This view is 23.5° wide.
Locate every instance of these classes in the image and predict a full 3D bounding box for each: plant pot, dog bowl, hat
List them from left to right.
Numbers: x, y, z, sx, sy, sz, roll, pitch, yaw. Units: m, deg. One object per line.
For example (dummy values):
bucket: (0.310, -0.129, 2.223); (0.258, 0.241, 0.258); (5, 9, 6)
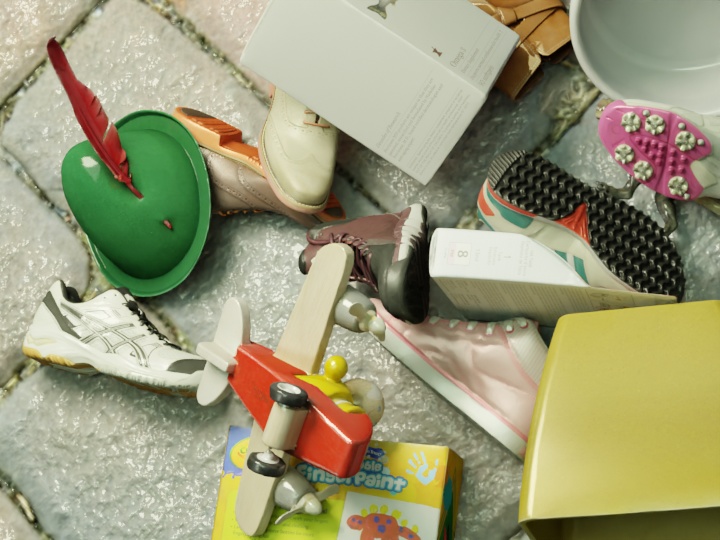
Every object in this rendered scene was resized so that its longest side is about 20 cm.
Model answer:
hat: (-0.251, -0.077, 1.555); (0.165, 0.176, 0.201); (-20, 77, 33)
plant pot: (0.236, 0.133, 1.381); (0.199, 0.200, 0.177); (-6, 67, 13)
dog bowl: (0.278, -0.229, 1.469); (0.199, 0.201, 0.079); (-8, 38, 13)

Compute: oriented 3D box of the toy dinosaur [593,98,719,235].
toy dinosaur: (0.263, -0.075, 1.514); (0.088, 0.047, 0.200); (-43, 71, -7)

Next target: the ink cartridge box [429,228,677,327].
ink cartridge box: (0.170, 0.012, 1.449); (0.199, 0.163, 0.057); (1, 76, 14)

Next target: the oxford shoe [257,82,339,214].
oxford shoe: (-0.049, -0.142, 1.569); (0.070, 0.074, 0.201); (11, 51, -20)

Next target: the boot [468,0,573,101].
boot: (0.091, -0.209, 1.589); (0.200, 0.074, 0.155); (-42, 77, 10)

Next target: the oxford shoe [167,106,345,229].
oxford shoe: (-0.102, -0.078, 1.613); (0.200, 0.071, 0.073); (32, 108, 22)

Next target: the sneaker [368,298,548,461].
sneaker: (0.095, 0.066, 1.500); (0.200, 0.075, 0.105); (38, 88, 17)

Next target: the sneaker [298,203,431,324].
sneaker: (0.000, 0.000, 1.490); (0.115, 0.200, 0.076); (-5, 105, 7)

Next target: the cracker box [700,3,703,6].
cracker box: (0.346, -0.334, 1.561); (0.200, 0.058, 0.134); (-38, 68, 3)

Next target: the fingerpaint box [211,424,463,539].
fingerpaint box: (-0.022, 0.228, 1.484); (0.199, 0.073, 0.168); (3, 75, 16)

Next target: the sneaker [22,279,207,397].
sneaker: (-0.215, 0.059, 1.587); (0.199, 0.076, 0.088); (13, 78, 18)

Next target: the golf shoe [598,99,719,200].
golf shoe: (0.301, -0.101, 1.478); (0.199, 0.092, 0.076); (22, 122, 6)

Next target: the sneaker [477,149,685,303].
sneaker: (0.188, -0.023, 1.506); (0.199, 0.093, 0.070); (33, 63, 2)

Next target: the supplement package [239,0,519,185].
supplement package: (0.018, -0.194, 1.512); (0.200, 0.117, 0.117); (33, 40, -2)

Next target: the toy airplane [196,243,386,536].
toy airplane: (-0.049, 0.102, 1.427); (0.200, 0.141, 0.200); (-40, 48, 50)
